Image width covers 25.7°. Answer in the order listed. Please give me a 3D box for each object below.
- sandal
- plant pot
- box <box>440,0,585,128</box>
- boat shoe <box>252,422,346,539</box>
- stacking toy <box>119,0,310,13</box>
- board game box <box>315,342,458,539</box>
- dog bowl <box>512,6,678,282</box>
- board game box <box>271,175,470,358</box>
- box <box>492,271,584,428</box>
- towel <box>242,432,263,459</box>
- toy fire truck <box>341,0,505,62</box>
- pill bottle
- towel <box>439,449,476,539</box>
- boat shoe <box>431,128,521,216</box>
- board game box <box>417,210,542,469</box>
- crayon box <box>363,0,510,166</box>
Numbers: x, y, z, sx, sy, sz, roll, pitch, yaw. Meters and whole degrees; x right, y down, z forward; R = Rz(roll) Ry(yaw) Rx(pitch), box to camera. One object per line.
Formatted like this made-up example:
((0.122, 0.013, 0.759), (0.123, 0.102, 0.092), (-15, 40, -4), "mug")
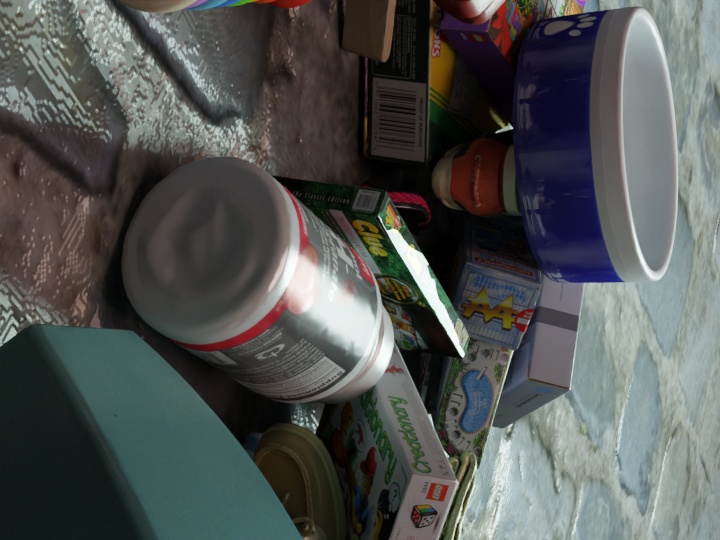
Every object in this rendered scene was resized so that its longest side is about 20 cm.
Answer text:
((0.020, -0.039, 1.143), (0.200, 0.075, 0.045), (5, 96, -71), "sandal")
((-0.124, 0.133, 0.766), (0.201, 0.141, 0.141), (62, 21, 16), "plant pot")
((0.121, -0.202, 1.190), (0.200, 0.039, 0.138), (38, 63, -64), "box")
((-0.057, 0.200, 1.021), (0.063, 0.073, 0.201), (-14, 110, -59), "boat shoe")
((-0.071, -0.186, 0.905), (0.200, 0.085, 0.086), (-14, 111, -66), "stacking toy")
((0.009, 0.137, 1.053), (0.200, 0.034, 0.127), (-115, -141, -63), "board game box")
((0.178, -0.091, 1.169), (0.200, 0.078, 0.201), (-3, 90, -68), "dog bowl")
((0.000, 0.000, 1.075), (0.024, 0.104, 0.200), (-67, 152, -22), "board game box")
((0.142, 0.018, 1.318), (0.156, 0.041, 0.201), (132, -30, -67), "box")
((-0.086, 0.226, 1.073), (0.201, 0.024, 0.147), (-63, 148, -30), "towel")
((0.032, -0.208, 1.011), (0.129, 0.176, 0.200), (-48, 155, -2), "toy fire truck")
((-0.052, 0.017, 0.969), (0.200, 0.110, 0.111), (41, 62, -60), "pill bottle")
((0.016, 0.207, 1.123), (0.036, 0.200, 0.149), (30, 65, -15), "towel")
((0.103, -0.072, 1.209), (0.200, 0.062, 0.072), (-24, 113, -75), "boat shoe")
((0.088, 0.041, 1.222), (0.200, 0.061, 0.201), (-85, -169, -85), "board game box")
((0.066, -0.196, 1.189), (0.172, 0.058, 0.201), (-30, 125, -57), "crayon box")
